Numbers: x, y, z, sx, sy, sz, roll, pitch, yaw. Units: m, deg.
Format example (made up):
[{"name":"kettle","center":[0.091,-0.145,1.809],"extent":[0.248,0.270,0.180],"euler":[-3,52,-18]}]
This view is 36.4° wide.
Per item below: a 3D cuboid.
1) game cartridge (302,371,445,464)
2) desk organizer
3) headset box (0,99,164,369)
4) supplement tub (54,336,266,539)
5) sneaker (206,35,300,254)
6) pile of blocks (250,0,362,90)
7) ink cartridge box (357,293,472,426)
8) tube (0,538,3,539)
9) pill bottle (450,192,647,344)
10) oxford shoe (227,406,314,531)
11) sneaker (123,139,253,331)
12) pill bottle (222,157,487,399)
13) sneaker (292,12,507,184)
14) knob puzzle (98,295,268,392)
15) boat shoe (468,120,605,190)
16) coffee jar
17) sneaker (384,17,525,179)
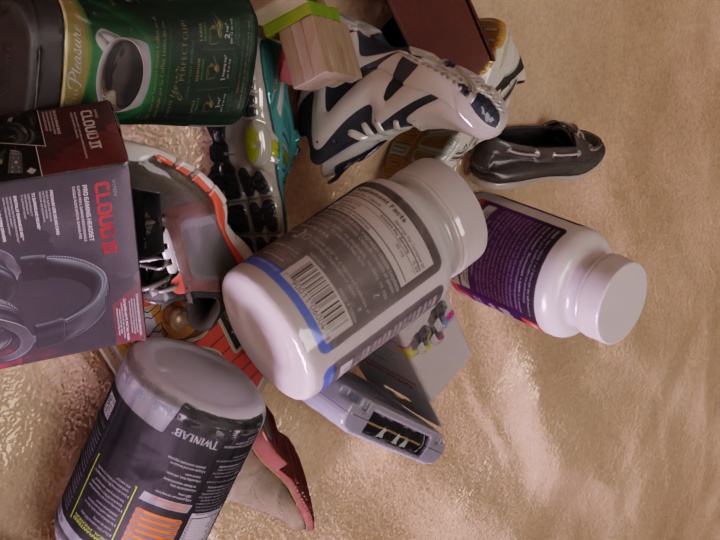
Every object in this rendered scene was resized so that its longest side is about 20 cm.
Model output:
[{"name":"game cartridge","center":[-0.011,0.117,1.005],"extent":[0.041,0.133,0.200],"euler":[-54,146,1]},{"name":"desk organizer","center":[0.039,-0.239,0.948],"extent":[0.077,0.071,0.201],"euler":[-47,135,-15]},{"name":"headset box","center":[-0.225,-0.017,0.703],"extent":[0.196,0.078,0.151],"euler":[-10,133,-17]},{"name":"supplement tub","center":[-0.165,0.167,0.869],"extent":[0.121,0.122,0.202],"euler":[12,111,-47]},{"name":"sneaker","center":[-0.076,-0.088,0.892],"extent":[0.079,0.076,0.204],"euler":[-22,117,-51]},{"name":"pile of blocks","center":[-0.071,-0.225,0.842],"extent":[0.202,0.061,0.082],"euler":[63,29,-15]},{"name":"ink cartridge box","center":[0.031,0.045,1.033],"extent":[0.068,0.114,0.202],"euler":[-44,134,-20]},{"name":"tube","center":[-0.285,0.243,0.855],"extent":[0.057,0.053,0.201],"euler":[-23,140,12]},{"name":"pill bottle","center":[0.184,0.000,1.106],"extent":[0.110,0.199,0.113],"euler":[-20,121,-37]},{"name":"oxford shoe","center":[-0.095,0.190,1.022],"extent":[0.074,0.071,0.201],"euler":[-22,136,1]},{"name":"sneaker","center":[-0.139,-0.018,0.811],"extent":[0.083,0.076,0.201],"euler":[-66,148,-22]},{"name":"pill bottle","center":[0.000,0.000,0.858],"extent":[0.199,0.113,0.115],"euler":[-34,129,-27]},{"name":"sneaker","center":[0.020,-0.119,0.899],"extent":[0.079,0.197,0.131],"euler":[-20,134,-61]},{"name":"knob puzzle","center":[-0.119,0.046,0.944],"extent":[0.217,0.030,0.224],"euler":[-20,121,-38]},{"name":"boat shoe","center":[0.196,-0.131,1.157],"extent":[0.198,0.067,0.058],"euler":[-17,129,-37]},{"name":"coffee jar","center":[-0.171,-0.149,0.761],"extent":[0.198,0.085,0.106],"euler":[-11,123,-43]},{"name":"sneaker","center":[0.100,-0.139,1.051],"extent":[0.202,0.075,0.088],"euler":[-57,137,-9]}]
